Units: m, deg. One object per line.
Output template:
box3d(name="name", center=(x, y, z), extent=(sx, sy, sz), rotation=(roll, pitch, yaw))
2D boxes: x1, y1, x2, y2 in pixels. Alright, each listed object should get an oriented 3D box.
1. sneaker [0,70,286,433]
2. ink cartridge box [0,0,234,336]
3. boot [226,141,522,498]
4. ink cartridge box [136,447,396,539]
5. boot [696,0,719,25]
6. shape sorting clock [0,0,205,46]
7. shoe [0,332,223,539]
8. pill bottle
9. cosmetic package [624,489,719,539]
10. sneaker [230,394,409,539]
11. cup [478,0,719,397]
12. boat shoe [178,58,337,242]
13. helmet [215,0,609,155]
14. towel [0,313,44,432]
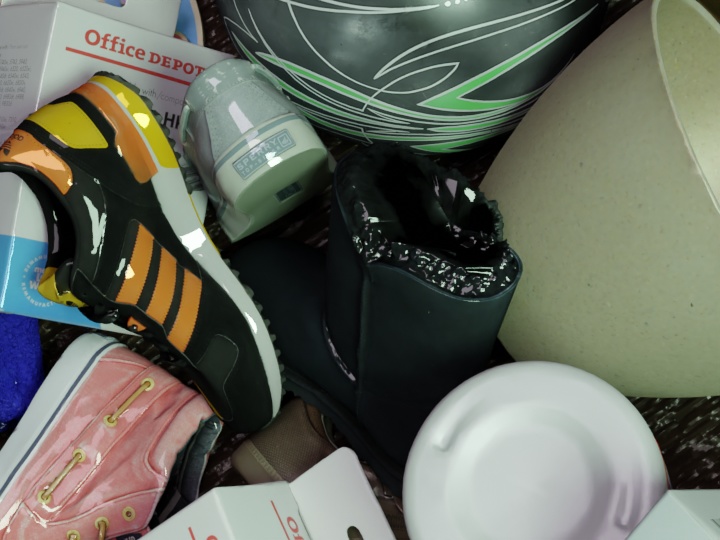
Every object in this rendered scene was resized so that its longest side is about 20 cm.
box3d(name="sneaker", center=(-0.115, 0.007, 0.852), extent=(0.090, 0.070, 0.201), rotation=(-33, 108, -26))
box3d(name="ink cartridge box", center=(-0.140, -0.071, 0.908), extent=(0.068, 0.116, 0.201), rotation=(7, 86, 50))
box3d(name="boot", center=(0.000, 0.000, 0.842), extent=(0.076, 0.169, 0.200), rotation=(-24, 50, -28))
box3d(name="ink cartridge box", center=(-0.072, 0.181, 0.833), extent=(0.200, 0.067, 0.116), rotation=(-36, 68, 25))
box3d(name="boot", center=(0.242, -0.184, 0.887), extent=(0.155, 0.073, 0.200), rotation=(-43, 102, -5))
box3d(name="shape sorting clock", center=(-0.189, -0.123, 0.998), extent=(0.199, 0.039, 0.201), rotation=(-3, 74, 10))
box3d(name="shoe", center=(-0.153, 0.136, 0.899), extent=(0.091, 0.072, 0.201), rotation=(25, 76, 20))
box3d(name="pill bottle", center=(0.092, 0.120, 0.787), extent=(0.111, 0.200, 0.112), rotation=(-5, 70, 13))
box3d(name="cosmetic package", center=(0.137, 0.160, 0.712), extent=(0.052, 0.200, 0.151), rotation=(44, 108, 30))
box3d(name="sneaker", center=(0.022, 0.139, 0.867), extent=(0.076, 0.070, 0.200), rotation=(-44, 73, -9))
box3d(name="cup", center=(0.136, -0.018, 0.844), extent=(0.143, 0.200, 0.201), rotation=(-27, 69, 27))
box3d(name="boat shoe", center=(-0.054, -0.065, 0.863), extent=(0.070, 0.201, 0.072), rotation=(-30, 86, -4))
box3d(name="helmet", center=(0.028, -0.154, 0.888), extent=(0.199, 0.200, 0.191), rotation=(27, 64, 17))
box3d(name="towel", center=(-0.246, -0.009, 0.911), extent=(0.147, 0.050, 0.201), rotation=(-5, 80, -28))
